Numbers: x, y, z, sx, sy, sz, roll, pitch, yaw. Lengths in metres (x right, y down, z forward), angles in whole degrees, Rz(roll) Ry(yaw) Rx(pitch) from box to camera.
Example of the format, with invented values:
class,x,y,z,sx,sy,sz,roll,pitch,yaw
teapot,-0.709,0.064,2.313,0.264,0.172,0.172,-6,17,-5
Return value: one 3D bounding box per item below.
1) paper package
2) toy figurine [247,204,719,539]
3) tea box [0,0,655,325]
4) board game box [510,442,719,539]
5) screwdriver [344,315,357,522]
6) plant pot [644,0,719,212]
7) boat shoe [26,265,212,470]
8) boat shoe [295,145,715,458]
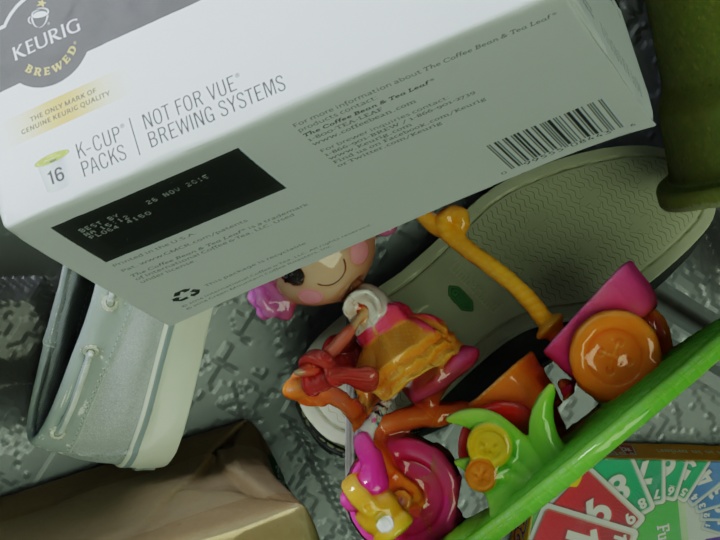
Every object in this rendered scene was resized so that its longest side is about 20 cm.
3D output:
class,x,y,z,sx,sy,sz,roll,pitch,yaw
paper package,-0.095,0.191,0.999,0.189,0.103,0.201,-18,110,-11
toy figurine,0.021,0.009,0.920,0.200,0.150,0.184,-41,85,12
tea box,-0.030,-0.117,0.825,0.199,0.134,0.198,-21,69,14
board game box,0.164,0.128,1.095,0.199,0.030,0.096,2,107,-19
screwdriver,0.000,0.000,0.967,0.029,0.028,0.201,-6,83,12
plant pot,0.180,-0.144,0.933,0.199,0.200,0.185,-22,95,-8
boat shoe,-0.095,-0.015,0.951,0.071,0.070,0.202,4,108,-20
boat shoe,0.060,0.013,1.015,0.199,0.068,0.072,-33,71,-8
